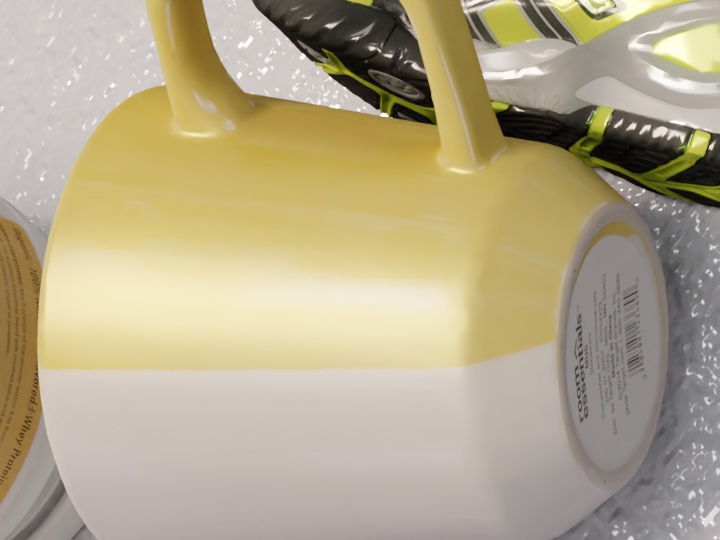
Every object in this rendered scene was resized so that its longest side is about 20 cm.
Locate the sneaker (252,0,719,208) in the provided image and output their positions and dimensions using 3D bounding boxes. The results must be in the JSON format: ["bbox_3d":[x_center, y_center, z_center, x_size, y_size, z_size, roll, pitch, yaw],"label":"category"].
[{"bbox_3d":[0.057,-0.076,0.901,0.199,0.075,0.077,17,80,28],"label":"sneaker"}]

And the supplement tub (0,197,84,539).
[{"bbox_3d":[-0.184,0.027,0.957,0.144,0.200,0.146,-12,70,33],"label":"supplement tub"}]

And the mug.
[{"bbox_3d":[0.000,0.010,0.852,0.152,0.187,0.150,2,59,28],"label":"mug"}]
